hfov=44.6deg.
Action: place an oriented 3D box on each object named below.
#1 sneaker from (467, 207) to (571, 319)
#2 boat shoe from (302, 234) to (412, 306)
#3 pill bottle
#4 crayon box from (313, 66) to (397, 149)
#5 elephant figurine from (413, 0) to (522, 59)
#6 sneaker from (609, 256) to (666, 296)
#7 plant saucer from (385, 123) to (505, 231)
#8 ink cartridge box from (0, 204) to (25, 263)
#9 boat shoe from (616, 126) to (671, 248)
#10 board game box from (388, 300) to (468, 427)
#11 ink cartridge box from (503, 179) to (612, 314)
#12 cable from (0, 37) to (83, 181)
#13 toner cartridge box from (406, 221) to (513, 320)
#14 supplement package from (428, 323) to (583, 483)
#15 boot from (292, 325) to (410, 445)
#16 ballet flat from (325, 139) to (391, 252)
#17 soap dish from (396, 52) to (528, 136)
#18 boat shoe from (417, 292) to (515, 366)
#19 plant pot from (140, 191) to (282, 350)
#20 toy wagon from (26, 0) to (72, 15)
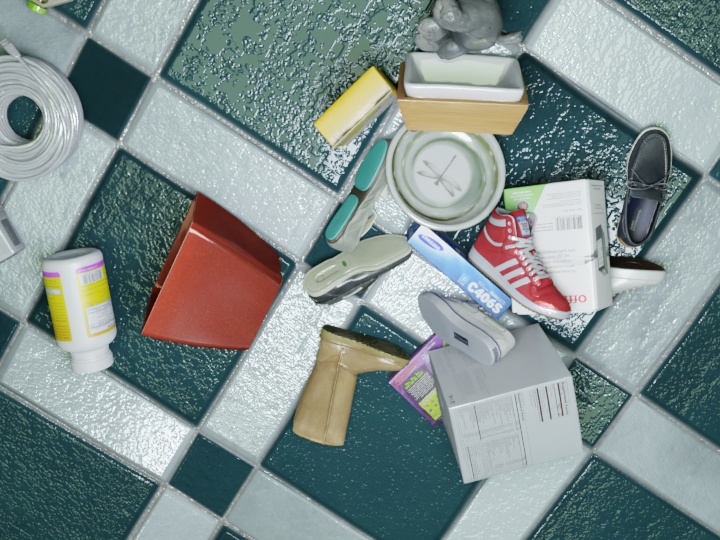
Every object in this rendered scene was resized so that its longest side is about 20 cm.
[{"bbox_3d":[0.258,-0.019,1.347,0.200,0.071,0.114,40,120,33],"label":"sneaker"},{"bbox_3d":[0.000,0.000,1.499,0.197,0.072,0.068,-26,138,2],"label":"boat shoe"},{"bbox_3d":[-0.480,0.070,1.513,0.102,0.104,0.204,-5,103,4],"label":"pill bottle"},{"bbox_3d":[-0.003,-0.251,1.356,0.125,0.200,0.052,-42,94,11],"label":"crayon box"},{"bbox_3d":[0.149,-0.439,1.341,0.153,0.141,0.204,17,69,-34],"label":"elephant figurine"},{"bbox_3d":[0.408,0.025,1.474,0.196,0.073,0.086,0,107,15],"label":"sneaker"},{"bbox_3d":[0.135,-0.159,1.430,0.196,0.050,0.204,1,81,-6],"label":"plant saucer"},{"bbox_3d":[-0.706,-0.065,1.529,0.198,0.050,0.164,-23,102,17],"label":"ink cartridge box"},{"bbox_3d":[0.466,-0.132,1.433,0.073,0.062,0.204,11,103,2],"label":"boat shoe"},{"bbox_3d":[0.158,0.164,1.540,0.120,0.032,0.200,43,101,-11],"label":"board game box"},{"bbox_3d":[0.315,-0.036,1.403,0.144,0.083,0.204,-4,91,35],"label":"ink cartridge box"},{"bbox_3d":[-0.561,-0.253,1.457,0.199,0.069,0.201,38,104,-7],"label":"cable"},{"bbox_3d":[0.165,-0.008,1.463,0.199,0.095,0.043,40,102,-7],"label":"toner cartridge box"},{"bbox_3d":[0.233,0.213,1.438,0.196,0.192,0.149,-14,113,0],"label":"supplement package"},{"bbox_3d":[-0.017,0.213,1.545,0.172,0.066,0.203,18,104,13],"label":"boot"},{"bbox_3d":[0.011,-0.122,1.466,0.063,0.067,0.202,25,100,-33],"label":"ballet flat"},{"bbox_3d":[0.156,-0.276,1.372,0.196,0.158,0.082,3,124,3],"label":"soap dish"},{"bbox_3d":[0.177,0.085,1.461,0.069,0.199,0.072,-26,125,-26],"label":"boat shoe"},{"bbox_3d":[-0.235,0.019,1.450,0.174,0.200,0.202,25,104,-15],"label":"plant pot"},{"bbox_3d":[-0.536,-0.517,1.406,0.198,0.040,0.156,31,103,-4],"label":"toy wagon"}]
